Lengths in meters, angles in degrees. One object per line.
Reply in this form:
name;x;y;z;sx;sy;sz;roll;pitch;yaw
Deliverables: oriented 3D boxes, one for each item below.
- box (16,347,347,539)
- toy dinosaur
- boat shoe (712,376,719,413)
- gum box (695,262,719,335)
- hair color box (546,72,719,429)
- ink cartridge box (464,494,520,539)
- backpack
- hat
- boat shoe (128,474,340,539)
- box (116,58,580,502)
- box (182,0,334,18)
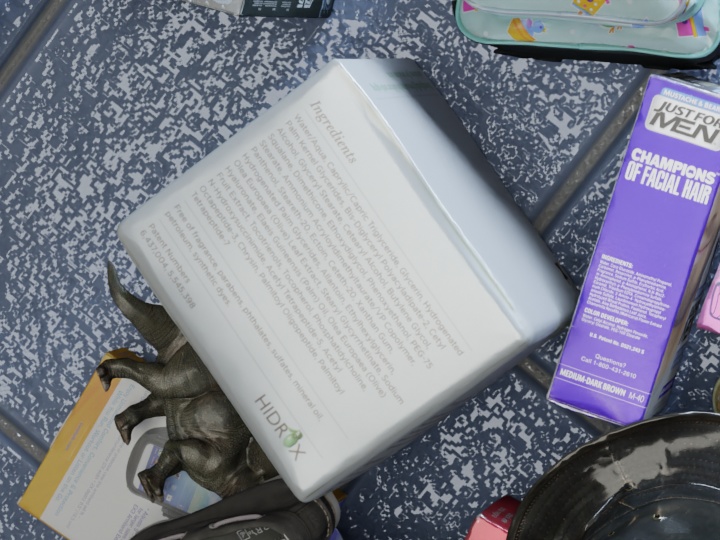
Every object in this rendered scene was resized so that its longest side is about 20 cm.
box;-0.104;0.152;1.753;0.200;0.041;0.119;33;101;7
toy dinosaur;-0.099;0.083;1.702;0.102;0.077;0.200;-23;76;-10
boat shoe;0.291;0.123;1.628;0.200;0.076;0.072;36;102;10
gum box;0.288;-0.040;1.620;0.113;0.066;0.200;22;99;10
hair color box;0.176;-0.014;1.631;0.065;0.109;0.200;17;99;12
ink cartridge box;0.135;0.249;1.674;0.200;0.083;0.147;27;100;12
backpack;0.141;-0.224;1.605;0.176;0.153;0.200;6;89;19
hat;0.177;0.178;1.565;0.201;0.081;0.201;1;99;9
boat shoe;-0.099;0.179;1.643;0.200;0.057;0.067;-31;99;31
box;0.000;0.000;1.630;0.171;0.199;0.200;-35;85;14
box;-0.111;-0.190;1.644;0.160;0.200;0.044;16;98;12
